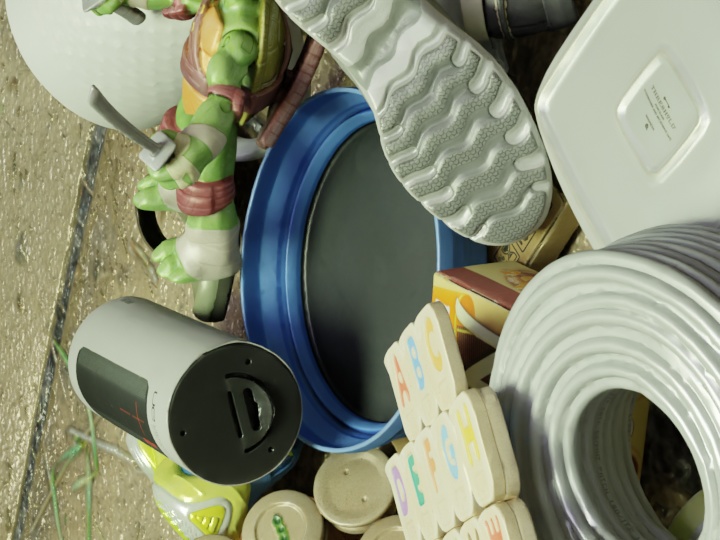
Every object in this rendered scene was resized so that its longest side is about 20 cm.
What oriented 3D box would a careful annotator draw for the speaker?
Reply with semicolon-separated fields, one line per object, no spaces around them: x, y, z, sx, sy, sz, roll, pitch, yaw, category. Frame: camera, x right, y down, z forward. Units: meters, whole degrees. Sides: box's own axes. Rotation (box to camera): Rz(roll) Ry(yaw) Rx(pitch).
-0.105;0.066;1.154;0.200;0.081;0.081;-163;76;-65;speaker

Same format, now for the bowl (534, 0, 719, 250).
0.158;-0.067;0.877;0.200;0.074;0.200;-54;50;42;bowl

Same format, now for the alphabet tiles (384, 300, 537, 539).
0.046;0.119;0.918;0.200;0.015;0.196;123;134;-73;alphabet tiles

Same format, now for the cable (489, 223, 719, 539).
0.128;0.083;0.820;0.200;0.069;0.200;45;133;39;cable

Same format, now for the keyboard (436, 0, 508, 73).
0.031;-0.181;1.079;0.056;0.011;0.201;-23;63;19;keyboard

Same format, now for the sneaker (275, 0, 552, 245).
0.034;-0.104;1.002;0.075;0.082;0.200;-36;87;18;sneaker

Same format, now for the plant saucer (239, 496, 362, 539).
-0.065;0.228;1.175;0.200;0.032;0.201;-36;40;39;plant saucer

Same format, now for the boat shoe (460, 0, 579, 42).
0.086;-0.216;1.013;0.063;0.073;0.201;1;84;13;boat shoe

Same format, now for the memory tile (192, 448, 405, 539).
-0.014;0.204;1.090;0.153;0.017;0.200;-29;57;2;memory tile

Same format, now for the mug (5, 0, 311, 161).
-0.097;-0.161;1.199;0.175;0.147;0.200;-27;89;45;mug

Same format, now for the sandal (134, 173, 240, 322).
-0.112;-0.038;1.242;0.201;0.057;0.080;-109;23;-62;sandal

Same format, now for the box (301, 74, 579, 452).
0.038;-0.022;1.093;0.200;0.021;0.164;-61;44;37;box

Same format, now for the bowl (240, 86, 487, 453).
0.000;0.000;1.095;0.200;0.039;0.201;-4;85;56;bowl

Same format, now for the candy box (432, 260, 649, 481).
0.081;0.108;0.986;0.115;0.055;0.201;27;118;51;candy box

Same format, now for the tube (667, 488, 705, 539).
0.207;0.168;0.832;0.052;0.058;0.200;-38;49;-5;tube

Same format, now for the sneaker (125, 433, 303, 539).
-0.083;0.110;1.245;0.105;0.076;0.200;-41;20;-3;sneaker

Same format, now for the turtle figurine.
-0.118;-0.093;1.088;0.144;0.200;0.194;33;137;28;turtle figurine
